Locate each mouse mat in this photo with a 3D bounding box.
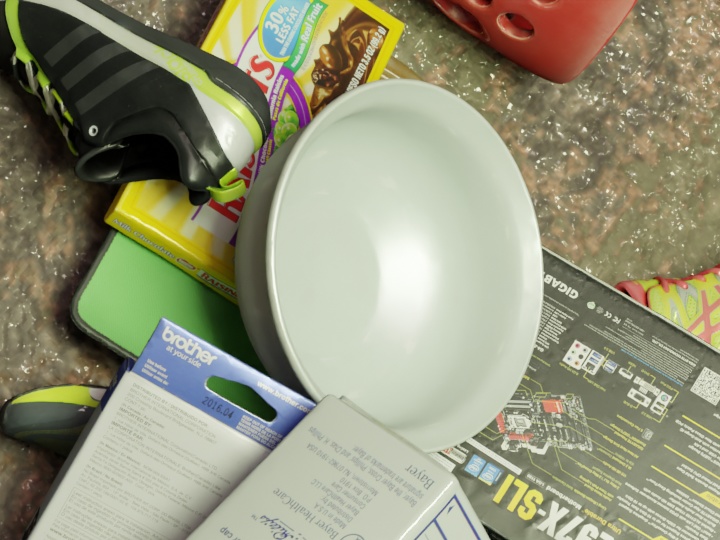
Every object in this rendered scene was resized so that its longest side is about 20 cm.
[{"bbox_3d":[-0.056,-0.011,1.512,0.160,0.008,0.201,33,62,-12],"label":"mouse mat"}]

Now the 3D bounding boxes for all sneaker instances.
[{"bbox_3d":[-0.104,0.122,1.441,0.199,0.074,0.081,26,72,-10],"label":"sneaker"},{"bbox_3d":[0.196,0.028,1.606,0.090,0.078,0.200,46,61,-2],"label":"sneaker"},{"bbox_3d":[-0.143,-0.093,1.451,0.199,0.072,0.083,21,65,22],"label":"sneaker"}]

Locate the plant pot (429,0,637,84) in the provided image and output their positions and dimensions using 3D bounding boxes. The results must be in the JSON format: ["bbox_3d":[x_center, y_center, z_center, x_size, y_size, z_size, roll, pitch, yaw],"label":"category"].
[{"bbox_3d":[0.092,-0.239,1.578,0.182,0.200,0.201,31,63,-8],"label":"plant pot"}]

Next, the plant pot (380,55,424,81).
[{"bbox_3d":[-0.014,-0.049,1.563,0.199,0.027,0.202,8,70,-22],"label":"plant pot"}]

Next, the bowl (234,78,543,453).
[{"bbox_3d":[0.000,0.000,1.462,0.200,0.090,0.203,4,84,-42],"label":"bowl"}]

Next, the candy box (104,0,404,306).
[{"bbox_3d":[-0.057,-0.084,1.517,0.102,0.026,0.201,30,63,-11],"label":"candy box"}]

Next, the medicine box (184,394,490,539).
[{"bbox_3d":[-0.020,0.201,1.359,0.200,0.103,0.183,-44,137,-15],"label":"medicine box"}]

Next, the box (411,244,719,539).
[{"bbox_3d":[0.130,0.096,1.516,0.199,0.049,0.160,30,74,12],"label":"box"}]

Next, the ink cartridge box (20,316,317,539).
[{"bbox_3d":[-0.104,0.133,1.395,0.119,0.042,0.201,29,98,-10],"label":"ink cartridge box"}]
